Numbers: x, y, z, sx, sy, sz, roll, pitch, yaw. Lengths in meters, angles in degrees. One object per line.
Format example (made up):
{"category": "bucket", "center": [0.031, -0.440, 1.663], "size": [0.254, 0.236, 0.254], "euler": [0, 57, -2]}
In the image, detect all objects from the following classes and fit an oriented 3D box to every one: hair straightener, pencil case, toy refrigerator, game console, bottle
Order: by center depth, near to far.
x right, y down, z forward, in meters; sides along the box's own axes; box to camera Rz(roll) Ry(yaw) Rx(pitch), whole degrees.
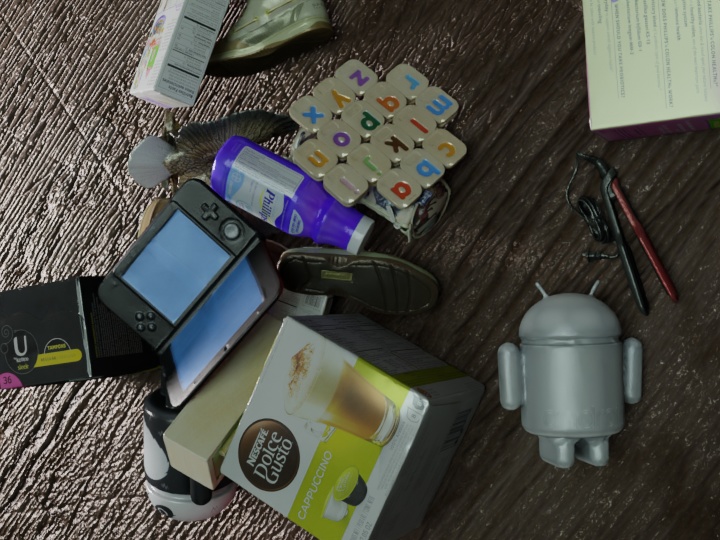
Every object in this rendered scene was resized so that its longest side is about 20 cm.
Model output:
{"category": "hair straightener", "center": [0.278, -0.040, 1.152], "size": [0.077, 0.041, 0.201], "euler": [-29, 78, 21]}
{"category": "game console", "center": [-0.204, 0.023, 1.200], "size": [0.172, 0.119, 0.200], "euler": [42, 102, -5]}
{"category": "toy refrigerator", "center": [-0.143, 0.153, 1.222], "size": [0.070, 0.076, 0.200], "euler": [25, 55, 18]}
{"category": "bottle", "center": [-0.080, -0.084, 1.222], "size": [0.199, 0.084, 0.065], "euler": [29, 57, 5]}
{"category": "pencil case", "center": [0.006, -0.113, 1.250], "size": [0.199, 0.089, 0.078], "euler": [29, 137, 21]}

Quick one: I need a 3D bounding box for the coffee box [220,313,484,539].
{"category": "coffee box", "center": [-0.006, 0.181, 1.192], "size": [0.197, 0.200, 0.201], "euler": [28, 100, 22]}

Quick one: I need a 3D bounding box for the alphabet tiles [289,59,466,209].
{"category": "alphabet tiles", "center": [0.020, -0.163, 1.220], "size": [0.195, 0.015, 0.200], "euler": [40, 66, 19]}

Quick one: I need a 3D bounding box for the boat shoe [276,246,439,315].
{"category": "boat shoe", "center": [0.000, 0.000, 1.262], "size": [0.198, 0.076, 0.072], "euler": [14, 110, 1]}

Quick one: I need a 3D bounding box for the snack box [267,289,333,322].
{"category": "snack box", "center": [-0.131, 0.035, 1.310], "size": [0.199, 0.024, 0.072], "euler": [19, 99, 23]}

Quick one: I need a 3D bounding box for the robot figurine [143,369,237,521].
{"category": "robot figurine", "center": [-0.218, 0.220, 1.317], "size": [0.124, 0.150, 0.202], "euler": [8, 107, 18]}

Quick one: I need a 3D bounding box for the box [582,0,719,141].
{"category": "box", "center": [0.345, -0.242, 1.093], "size": [0.198, 0.097, 0.178], "euler": [-5, 87, 25]}

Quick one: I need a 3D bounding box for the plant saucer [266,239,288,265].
{"category": "plant saucer", "center": [-0.134, 0.058, 1.342], "size": [0.199, 0.034, 0.202], "euler": [0, 90, 25]}

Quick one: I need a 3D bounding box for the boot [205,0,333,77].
{"category": "boot", "center": [-0.136, -0.344, 1.327], "size": [0.199, 0.072, 0.156], "euler": [-15, 81, 26]}

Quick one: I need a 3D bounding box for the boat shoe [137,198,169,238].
{"category": "boat shoe", "center": [-0.249, -0.017, 1.343], "size": [0.065, 0.071, 0.201], "euler": [129, 141, -50]}

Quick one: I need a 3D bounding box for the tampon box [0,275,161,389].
{"category": "tampon box", "center": [-0.355, 0.080, 1.351], "size": [0.149, 0.200, 0.127], "euler": [-10, 86, 24]}

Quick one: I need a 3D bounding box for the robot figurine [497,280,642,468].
{"category": "robot figurine", "center": [0.232, 0.112, 1.132], "size": [0.168, 0.113, 0.202], "euler": [-2, 89, -14]}

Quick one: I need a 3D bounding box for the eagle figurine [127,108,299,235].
{"category": "eagle figurine", "center": [-0.179, -0.142, 1.316], "size": [0.199, 0.152, 0.152], "euler": [19, 77, 28]}

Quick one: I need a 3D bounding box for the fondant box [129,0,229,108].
{"category": "fondant box", "center": [-0.224, -0.312, 1.316], "size": [0.144, 0.058, 0.201], "euler": [17, 86, 65]}
